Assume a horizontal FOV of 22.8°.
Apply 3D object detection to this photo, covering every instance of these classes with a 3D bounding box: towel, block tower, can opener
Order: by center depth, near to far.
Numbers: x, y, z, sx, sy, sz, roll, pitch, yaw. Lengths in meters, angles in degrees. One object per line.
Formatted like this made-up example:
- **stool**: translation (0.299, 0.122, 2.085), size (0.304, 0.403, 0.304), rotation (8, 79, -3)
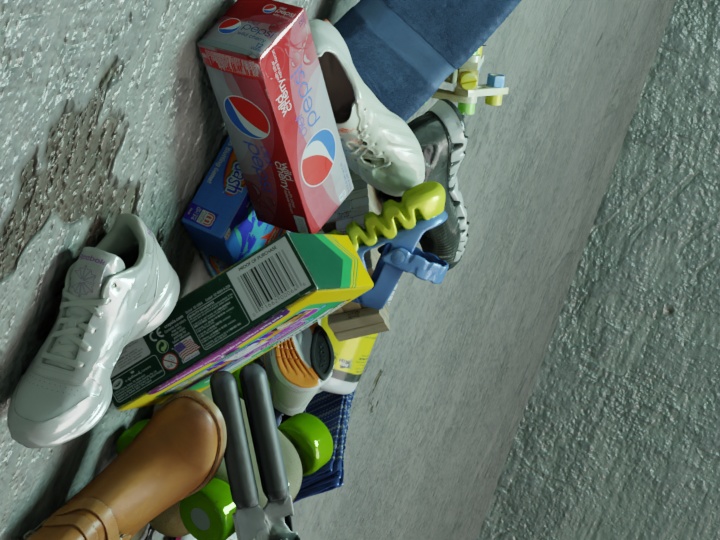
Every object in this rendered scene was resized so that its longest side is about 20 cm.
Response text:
- **can opener**: translation (-0.091, 0.178, 1.526), size (0.067, 0.053, 0.202), rotation (-156, -125, -74)
- **towel**: translation (0.048, -0.220, 1.631), size (0.200, 0.112, 0.049), rotation (-43, -163, 16)
- **block tower**: translation (-0.008, -0.036, 1.720), size (0.054, 0.057, 0.201), rotation (59, 22, -56)
- **towel**: translation (-0.073, 0.190, 1.825), size (0.144, 0.024, 0.200), rotation (-26, -161, 14)

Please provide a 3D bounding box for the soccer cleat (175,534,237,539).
- **soccer cleat**: translation (-0.139, 0.296, 1.910), size (0.070, 0.086, 0.200), rotation (-65, 165, -5)

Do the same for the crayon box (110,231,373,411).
- **crayon box**: translation (-0.104, 0.041, 1.500), size (0.199, 0.059, 0.172), rotation (-31, 173, 14)

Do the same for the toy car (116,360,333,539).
- **toy car**: translation (-0.147, 0.210, 1.664), size (0.164, 0.158, 0.201), rotation (-33, 157, -47)

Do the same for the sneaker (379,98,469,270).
- **sneaker**: translation (0.057, -0.073, 1.769), size (0.090, 0.066, 0.201), rotation (-24, 136, -22)

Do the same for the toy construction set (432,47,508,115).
- **toy construction set**: translation (0.062, -0.195, 1.768), size (0.200, 0.130, 0.093), rotation (3, 98, -71)

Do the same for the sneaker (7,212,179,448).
- **sneaker**: translation (-0.210, 0.041, 1.334), size (0.100, 0.074, 0.201), rotation (76, 34, -45)

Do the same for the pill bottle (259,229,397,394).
- **pill bottle**: translation (-0.022, 0.016, 1.841), size (0.201, 0.112, 0.112), rotation (-68, 165, 5)

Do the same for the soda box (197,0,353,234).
- **soda box**: translation (-0.066, -0.124, 1.462), size (0.070, 0.063, 0.201), rotation (-51, 145, -30)

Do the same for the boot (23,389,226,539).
- **boot**: translation (-0.205, 0.187, 1.473), size (0.200, 0.077, 0.155), rotation (-40, 175, 35)

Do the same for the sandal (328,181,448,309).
- **sandal**: translation (0.000, 0.000, 1.615), size (0.199, 0.088, 0.080), rotation (-26, -168, 8)

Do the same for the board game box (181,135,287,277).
- **board game box**: translation (-0.089, -0.063, 1.613), size (0.153, 0.045, 0.200), rotation (-62, 165, -15)

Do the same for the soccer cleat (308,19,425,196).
- **soccer cleat**: translation (-0.005, -0.133, 1.592), size (0.200, 0.069, 0.078), rotation (55, 17, -30)

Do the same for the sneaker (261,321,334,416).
- **sneaker**: translation (-0.070, 0.050, 1.743), size (0.092, 0.075, 0.201), rotation (116, -19, -48)

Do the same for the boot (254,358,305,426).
- **boot**: translation (-0.093, 0.139, 1.821), size (0.073, 0.090, 0.200), rotation (-68, 165, 7)
